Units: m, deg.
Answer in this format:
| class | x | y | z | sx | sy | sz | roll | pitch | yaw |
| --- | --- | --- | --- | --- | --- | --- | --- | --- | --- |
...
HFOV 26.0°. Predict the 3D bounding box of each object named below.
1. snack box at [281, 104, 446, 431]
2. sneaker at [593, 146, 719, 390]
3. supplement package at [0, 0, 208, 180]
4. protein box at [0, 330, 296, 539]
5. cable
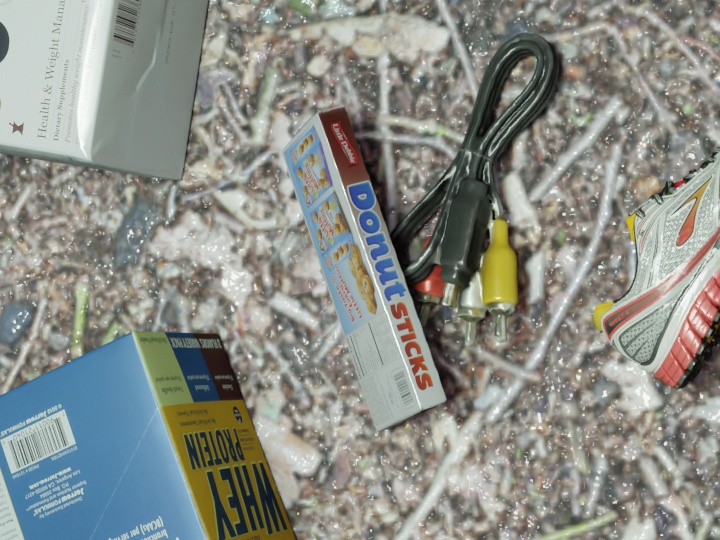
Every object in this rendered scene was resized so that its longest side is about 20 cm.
| class | x | y | z | sx | sy | sz | roll | pitch | yaw |
| --- | --- | --- | --- | --- | --- | --- | --- | --- | --- |
| snack box | 0.000 | 0.000 | 1.013 | 0.024 | 0.072 | 0.202 | -15 | 80 | -26 |
| sneaker | 0.203 | -0.034 | 0.939 | 0.082 | 0.078 | 0.202 | 27 | 96 | 19 |
| supplement package | -0.223 | -0.174 | 1.055 | 0.197 | 0.147 | 0.194 | 9 | 91 | 18 |
| protein box | -0.165 | 0.171 | 1.026 | 0.197 | 0.135 | 0.202 | -25 | 80 | 16 |
| cable | 0.075 | -0.054 | 1.016 | 0.096 | 0.050 | 0.203 | 9 | 78 | 36 |
